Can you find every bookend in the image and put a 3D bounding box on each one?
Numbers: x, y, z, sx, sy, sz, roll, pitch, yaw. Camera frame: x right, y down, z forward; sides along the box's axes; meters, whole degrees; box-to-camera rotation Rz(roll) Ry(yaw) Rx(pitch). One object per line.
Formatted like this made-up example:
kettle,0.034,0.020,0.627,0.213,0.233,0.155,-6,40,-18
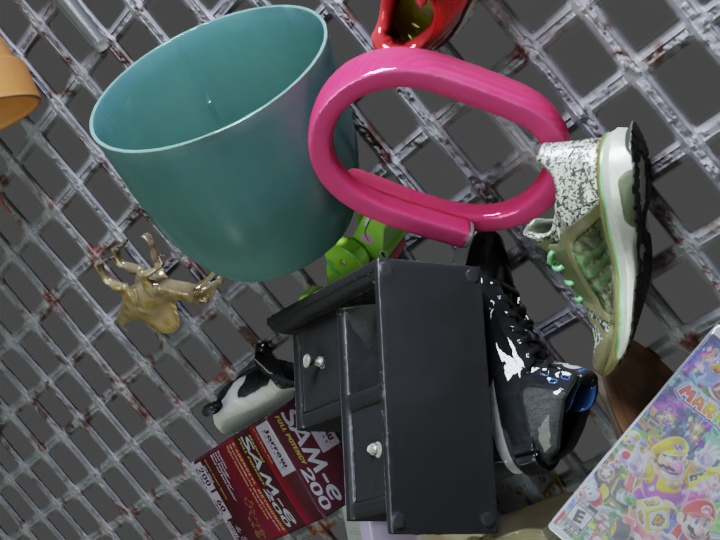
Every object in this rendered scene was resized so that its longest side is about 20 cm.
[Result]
bookend,0.011,0.112,1.132,0.200,0.092,0.200,-27,62,59

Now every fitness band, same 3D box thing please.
fitness band,0.058,-0.088,1.072,0.199,0.038,0.144,17,132,-14

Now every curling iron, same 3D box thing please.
curling iron,-0.299,-0.270,1.321,0.200,0.026,0.050,44,102,-1

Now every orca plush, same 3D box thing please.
orca plush,-0.104,0.101,1.408,0.200,0.105,0.071,111,153,-70

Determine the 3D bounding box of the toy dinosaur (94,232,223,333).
toy dinosaur,-0.223,0.023,1.464,0.200,0.058,0.101,-20,108,48

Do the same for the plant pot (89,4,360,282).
plant pot,-0.092,-0.089,1.163,0.200,0.201,0.161,6,133,38

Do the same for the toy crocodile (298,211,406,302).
toy crocodile,0.000,0.000,1.245,0.062,0.068,0.200,35,140,4

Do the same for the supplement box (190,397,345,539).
supplement box,-0.082,0.197,1.398,0.109,0.061,0.200,59,147,4

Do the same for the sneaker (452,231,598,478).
sneaker,0.132,0.060,1.129,0.111,0.073,0.201,-8,76,34

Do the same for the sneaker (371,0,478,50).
sneaker,0.058,-0.219,1.007,0.077,0.085,0.200,34,138,14

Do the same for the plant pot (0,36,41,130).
plant pot,-0.422,-0.194,1.381,0.200,0.200,0.141,-21,90,48

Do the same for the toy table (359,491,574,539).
toy table,0.092,0.243,1.230,0.200,0.184,0.117,50,157,-20

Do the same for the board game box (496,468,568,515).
board game box,0.117,0.235,1.350,0.200,0.034,0.135,-20,106,47

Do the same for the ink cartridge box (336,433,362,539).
ink cartridge box,0.020,0.201,1.359,0.094,0.037,0.201,-3,98,46

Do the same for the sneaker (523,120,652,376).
sneaker,0.166,-0.016,1.071,0.088,0.077,0.201,6,118,21

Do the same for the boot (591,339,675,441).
boot,0.227,0.161,1.175,0.201,0.070,0.146,61,158,16

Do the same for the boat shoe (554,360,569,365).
boat shoe,0.094,0.097,1.233,0.199,0.074,0.068,13,114,23

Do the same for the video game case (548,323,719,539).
video game case,0.257,0.161,1.083,0.143,0.018,0.200,40,96,9
